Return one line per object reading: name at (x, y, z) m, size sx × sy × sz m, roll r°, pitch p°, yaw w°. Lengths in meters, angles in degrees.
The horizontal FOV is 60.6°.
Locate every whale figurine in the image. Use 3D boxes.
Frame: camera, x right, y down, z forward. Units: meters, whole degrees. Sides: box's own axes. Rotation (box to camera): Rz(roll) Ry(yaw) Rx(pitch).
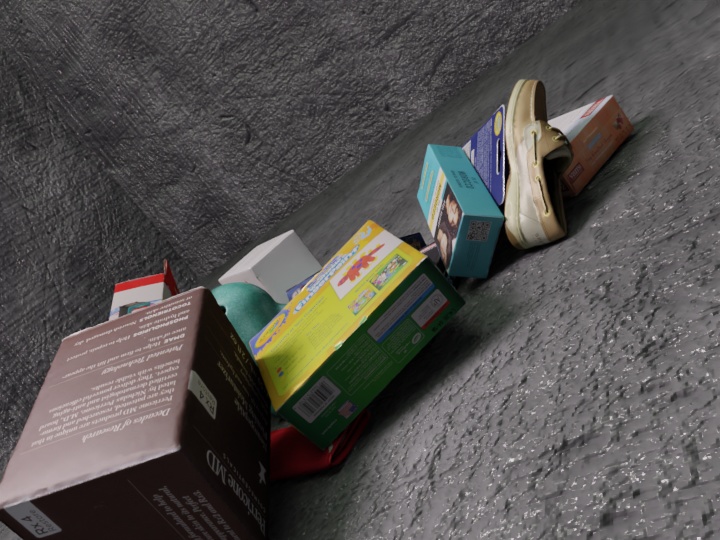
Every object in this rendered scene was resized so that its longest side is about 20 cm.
whale figurine at (-0.145, 0.098, 0.815) m, size 0.159 × 0.200 × 0.104 m, roll -40°, pitch -30°, yaw -12°

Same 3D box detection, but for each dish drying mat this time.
dish drying mat at (-0.073, 0.192, 0.661) m, size 0.199 × 0.018 × 0.077 m, roll -26°, pitch 19°, yaw 44°

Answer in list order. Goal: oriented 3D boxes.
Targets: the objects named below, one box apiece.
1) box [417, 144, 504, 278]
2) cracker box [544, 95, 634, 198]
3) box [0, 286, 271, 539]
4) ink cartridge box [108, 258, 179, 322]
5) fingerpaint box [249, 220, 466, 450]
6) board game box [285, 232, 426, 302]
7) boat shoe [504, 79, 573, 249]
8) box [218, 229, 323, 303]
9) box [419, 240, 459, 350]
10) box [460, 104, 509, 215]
box at (0.118, -0.080, 0.769) m, size 0.201 × 0.049 × 0.083 m, roll -101°, pitch 17°, yaw -56°
cracker box at (0.247, -0.148, 0.835) m, size 0.134 × 0.058 × 0.200 m, roll -45°, pitch 13°, yaw -18°
box at (-0.187, 0.157, 0.571) m, size 0.163 × 0.167 × 0.201 m, roll -19°, pitch 36°, yaw 6°
ink cartridge box at (-0.257, 0.088, 0.760) m, size 0.066 × 0.117 × 0.201 m, roll -13°, pitch 35°, yaw -6°
fingerpaint box at (-0.012, 0.057, 0.647) m, size 0.200 × 0.073 × 0.167 m, roll -46°, pitch 25°, yaw -2°
board game box at (0.000, 0.000, 0.910) m, size 0.135 × 0.035 × 0.199 m, roll -31°, pitch -7°, yaw 32°
boat shoe at (0.205, -0.124, 0.694) m, size 0.066 × 0.074 × 0.203 m, roll -6°, pitch 76°, yaw 37°
box at (-0.145, 0.032, 1.101) m, size 0.106 × 0.153 × 0.199 m, roll -44°, pitch 14°, yaw -25°
box at (0.029, 0.054, 0.784) m, size 0.199 × 0.050 × 0.199 m, roll -29°, pitch 17°, yaw 35°
box at (0.156, -0.117, 0.794) m, size 0.032 × 0.123 × 0.200 m, roll 4°, pitch -9°, yaw -9°
